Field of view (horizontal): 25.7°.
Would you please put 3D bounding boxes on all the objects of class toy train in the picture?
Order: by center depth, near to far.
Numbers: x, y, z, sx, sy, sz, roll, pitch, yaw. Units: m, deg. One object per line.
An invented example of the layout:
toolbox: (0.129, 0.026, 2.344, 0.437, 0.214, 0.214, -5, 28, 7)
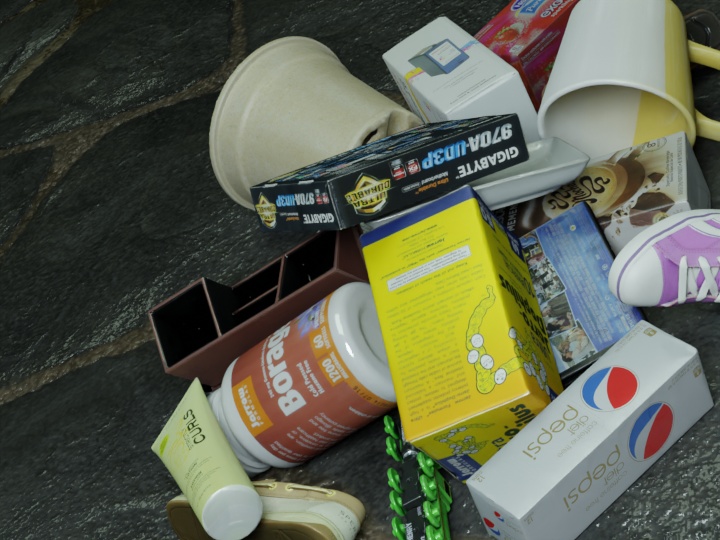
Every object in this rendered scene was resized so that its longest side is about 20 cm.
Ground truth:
toy train: (0.050, 0.179, 1.266, 0.042, 0.056, 0.200, -29, 29, 15)

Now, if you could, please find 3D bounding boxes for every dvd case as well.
dvd case: (0.136, 0.046, 1.350, 0.200, 0.018, 0.143, -30, 56, 13)

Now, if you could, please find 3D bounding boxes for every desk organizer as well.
desk organizer: (-0.088, 0.027, 1.413, 0.200, 0.077, 0.072, -31, 62, 21)

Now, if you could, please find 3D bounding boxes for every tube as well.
tube: (-0.135, 0.160, 1.324, 0.058, 0.052, 0.200, -19, 25, -13)

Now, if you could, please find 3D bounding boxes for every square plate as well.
square plate: (0.098, -0.074, 1.413, 0.197, 0.029, 0.200, -17, 10, 1)

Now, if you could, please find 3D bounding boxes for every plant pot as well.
plant pot: (-0.028, -0.131, 1.690, 0.200, 0.201, 0.183, -43, 44, -22)

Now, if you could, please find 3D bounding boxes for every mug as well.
mug: (0.266, -0.186, 1.530, 0.149, 0.186, 0.154, -26, 43, 45)

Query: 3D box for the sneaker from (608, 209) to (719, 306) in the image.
sneaker: (0.307, 0.001, 1.262, 0.200, 0.073, 0.114, -15, 34, -13)

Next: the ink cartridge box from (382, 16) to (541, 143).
ink cartridge box: (0.116, -0.159, 1.627, 0.087, 0.146, 0.200, -31, 31, -1)

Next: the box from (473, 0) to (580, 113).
box: (0.218, -0.259, 1.740, 0.200, 0.096, 0.100, -43, 32, -23)

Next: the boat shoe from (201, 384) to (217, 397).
boat shoe: (-0.094, 0.078, 1.535, 0.074, 0.062, 0.200, -3, 38, 40)

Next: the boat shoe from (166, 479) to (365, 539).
boat shoe: (-0.078, 0.211, 1.324, 0.200, 0.074, 0.066, 3, 30, 40)

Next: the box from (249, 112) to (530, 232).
box: (0.024, -0.086, 1.383, 0.200, 0.046, 0.159, -22, 11, -27)

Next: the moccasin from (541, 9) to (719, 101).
moccasin: (0.279, -0.211, 1.639, 0.201, 0.074, 0.078, -31, -2, -8)

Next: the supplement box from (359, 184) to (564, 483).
supplement box: (0.087, 0.053, 1.293, 0.109, 0.109, 0.200, -24, 56, 18)

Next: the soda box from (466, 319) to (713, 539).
soda box: (0.178, 0.132, 1.210, 0.200, 0.068, 0.064, -40, 42, -18)

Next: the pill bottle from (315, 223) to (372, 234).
pill bottle: (0.000, 0.000, 1.522, 0.111, 0.112, 0.200, -1, 41, 39)

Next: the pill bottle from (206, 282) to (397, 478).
pill bottle: (-0.049, 0.103, 1.377, 0.200, 0.112, 0.112, -35, 24, 30)

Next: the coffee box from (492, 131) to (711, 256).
coffee box: (0.212, -0.040, 1.432, 0.199, 0.080, 0.113, -16, 33, 21)
